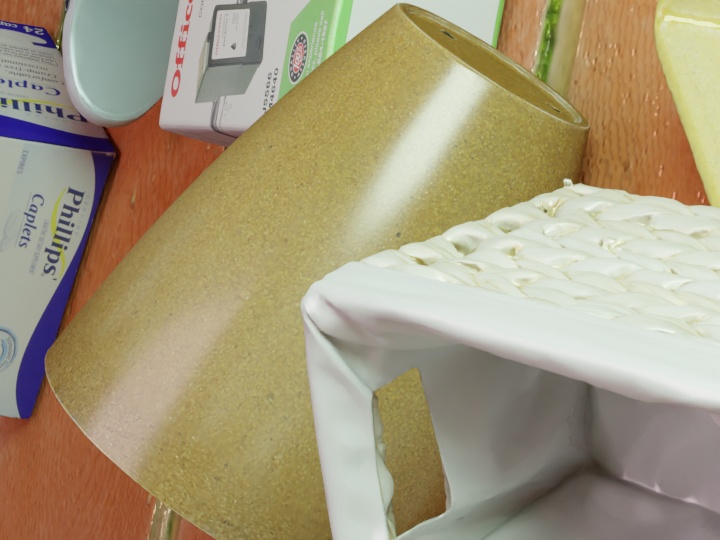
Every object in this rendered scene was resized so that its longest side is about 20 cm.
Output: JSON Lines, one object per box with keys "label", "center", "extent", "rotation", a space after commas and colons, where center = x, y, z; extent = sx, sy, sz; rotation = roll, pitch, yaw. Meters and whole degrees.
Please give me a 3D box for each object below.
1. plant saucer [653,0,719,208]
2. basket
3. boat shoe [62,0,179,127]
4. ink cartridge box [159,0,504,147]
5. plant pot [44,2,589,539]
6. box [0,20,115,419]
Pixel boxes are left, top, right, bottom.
{"label": "plant saucer", "center": [0.181, -0.082, 0.926], "extent": [0.200, 0.048, 0.201], "rotation": [-58, 33, 38]}
{"label": "basket", "center": [0.096, 0.061, 0.867], "extent": [0.199, 0.123, 0.137], "rotation": [15, 120, 46]}
{"label": "boat shoe", "center": [-0.139, -0.162, 1.636], "extent": [0.091, 0.070, 0.202], "rotation": [-35, 42, 58]}
{"label": "ink cartridge box", "center": [-0.013, -0.126, 1.319], "extent": [0.200, 0.083, 0.147], "rotation": [7, 86, 66]}
{"label": "plant pot", "center": [0.000, 0.000, 1.158], "extent": [0.201, 0.186, 0.187], "rotation": [-58, 29, 13]}
{"label": "box", "center": [-0.245, -0.039, 1.764], "extent": [0.185, 0.104, 0.200], "rotation": [-70, 26, 20]}
